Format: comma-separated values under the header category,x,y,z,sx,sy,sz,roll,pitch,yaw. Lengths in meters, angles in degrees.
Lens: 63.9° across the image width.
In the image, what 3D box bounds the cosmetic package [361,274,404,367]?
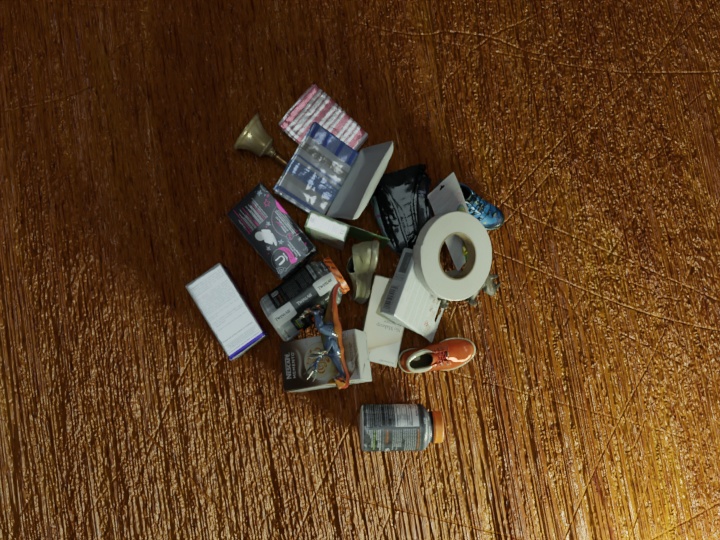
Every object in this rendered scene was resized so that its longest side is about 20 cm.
category,x,y,z,sx,sy,sz,roll,pitch,yaw
cosmetic package,0.057,0.123,1.405,0.101,0.073,0.206,12,83,-2

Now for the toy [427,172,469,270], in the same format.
category,x,y,z,sx,sy,sz,roll,pitch,yaw
toy,0.215,-0.115,1.384,0.115,0.047,0.203,-41,113,-35

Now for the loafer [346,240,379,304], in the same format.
category,x,y,z,sx,sy,sz,roll,pitch,yaw
loafer,0.000,0.000,1.363,0.066,0.203,0.077,12,46,-1

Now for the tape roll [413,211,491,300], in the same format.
category,x,y,z,sx,sy,sz,roll,pitch,yaw
tape roll,0.213,-0.034,1.327,0.198,0.037,0.209,-2,95,-25

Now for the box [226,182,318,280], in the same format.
category,x,y,z,sx,sy,sz,roll,pitch,yaw
box,-0.206,-0.087,1.379,0.114,0.132,0.201,-40,88,-2

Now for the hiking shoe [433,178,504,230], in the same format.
category,x,y,z,sx,sy,sz,roll,pitch,yaw
hiking shoe,0.272,-0.161,1.435,0.196,0.087,0.076,25,84,-1

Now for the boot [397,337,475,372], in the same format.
category,x,y,z,sx,sy,sz,roll,pitch,yaw
boot,0.192,0.210,1.389,0.194,0.107,0.077,-12,84,-6

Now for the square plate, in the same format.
category,x,y,z,sx,sy,sz,roll,pitch,yaw
square plate,0.000,-0.207,1.378,0.028,0.197,0.203,30,84,-21

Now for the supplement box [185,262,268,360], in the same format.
category,x,y,z,sx,sy,sz,roll,pitch,yaw
supplement box,-0.315,0.098,1.371,0.102,0.101,0.202,-34,88,-6

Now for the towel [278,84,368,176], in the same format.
category,x,y,z,sx,sy,sz,roll,pitch,yaw
towel,-0.093,-0.354,1.463,0.199,0.030,0.147,42,84,-2

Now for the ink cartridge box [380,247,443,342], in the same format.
category,x,y,z,sx,sy,sz,roll,pitch,yaw
ink cartridge box,0.138,0.063,1.379,0.046,0.199,0.164,11,73,38

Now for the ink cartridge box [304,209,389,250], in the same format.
category,x,y,z,sx,sy,sz,roll,pitch,yaw
ink cartridge box,-0.034,-0.079,1.381,0.196,0.146,0.049,22,83,-1

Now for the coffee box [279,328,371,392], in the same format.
category,x,y,z,sx,sy,sz,roll,pitch,yaw
coffee box,-0.082,0.213,1.344,0.195,0.080,0.118,-13,74,19

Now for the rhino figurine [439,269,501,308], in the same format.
category,x,y,z,sx,sy,sz,roll,pitch,yaw
rhino figurine,0.271,0.037,1.413,0.195,0.059,0.090,-5,103,-26

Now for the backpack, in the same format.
category,x,y,z,sx,sy,sz,roll,pitch,yaw
backpack,0.110,-0.138,1.405,0.163,0.127,0.205,-16,87,8

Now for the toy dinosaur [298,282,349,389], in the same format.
category,x,y,z,sx,sy,sz,roll,pitch,yaw
toy dinosaur,-0.061,0.157,1.260,0.200,0.105,0.182,-43,84,-5

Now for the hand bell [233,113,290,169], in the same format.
category,x,y,z,sx,sy,sz,roll,pitch,yaw
hand bell,-0.207,-0.282,1.433,0.199,0.104,0.105,38,84,-13

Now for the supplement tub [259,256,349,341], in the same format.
category,x,y,z,sx,sy,sz,roll,pitch,yaw
supplement tub,-0.131,0.064,1.374,0.198,0.123,0.124,-36,88,-5

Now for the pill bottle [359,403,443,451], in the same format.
category,x,y,z,sx,sy,sz,roll,pitch,yaw
pill bottle,0.097,0.372,1.368,0.194,0.106,0.110,1,85,-3

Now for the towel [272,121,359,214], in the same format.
category,x,y,z,sx,sy,sz,roll,pitch,yaw
towel,-0.108,-0.243,1.423,0.145,0.024,0.203,31,91,-18
